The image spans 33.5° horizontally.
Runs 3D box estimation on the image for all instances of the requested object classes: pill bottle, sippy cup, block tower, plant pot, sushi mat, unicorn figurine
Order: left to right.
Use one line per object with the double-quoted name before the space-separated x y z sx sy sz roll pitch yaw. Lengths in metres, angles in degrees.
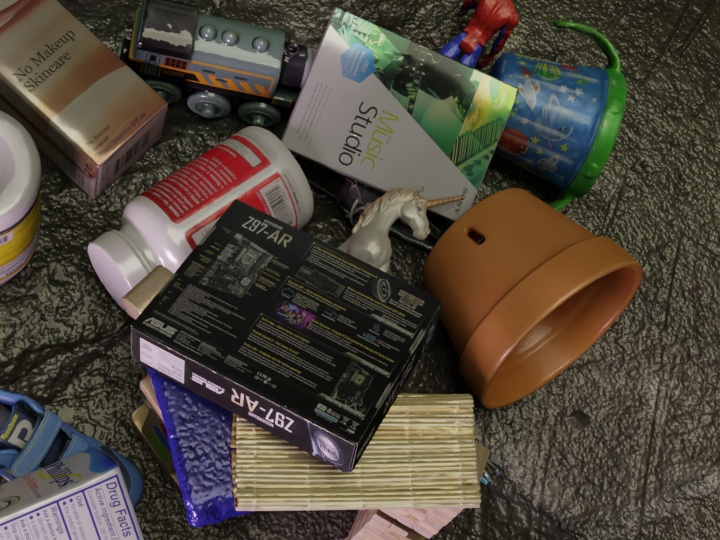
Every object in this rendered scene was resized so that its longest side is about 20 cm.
"pill bottle" -0.334 -0.053 1.035 0.111 0.200 0.114 5 70 -14
"pill bottle" -0.151 -0.042 1.131 0.199 0.112 0.113 -36 83 -24
"sushi mat" -0.003 0.140 0.938 0.198 0.012 0.097 2 66 -14
"unicorn figurine" 0.000 0.000 1.129 0.074 0.199 0.138 41 38 -44
"block tower" 0.044 0.207 1.058 0.054 0.200 0.058 30 50 -3
"plant pot" 0.154 0.015 1.166 0.199 0.201 0.140 -29 65 -23
"sippy cup" 0.190 -0.161 1.249 0.129 0.140 0.179 19 65 -6

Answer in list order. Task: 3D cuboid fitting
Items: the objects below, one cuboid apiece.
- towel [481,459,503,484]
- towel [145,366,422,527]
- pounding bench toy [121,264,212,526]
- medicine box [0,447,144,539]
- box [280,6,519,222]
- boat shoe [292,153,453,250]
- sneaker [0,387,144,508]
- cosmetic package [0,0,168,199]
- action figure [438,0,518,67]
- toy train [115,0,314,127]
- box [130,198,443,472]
"towel" 0.024 0.142 1.099 0.199 0.147 0.022 30 75 -3
"towel" -0.062 0.116 0.969 0.198 0.050 0.149 -11 68 -19
"pounding bench toy" -0.138 0.102 1.060 0.124 0.156 0.201 -35 84 -23
"medicine box" -0.265 0.270 0.964 0.199 0.103 0.184 -21 100 -22
"box" 0.038 -0.148 1.163 0.198 0.036 0.146 22 93 -8
"boat shoe" 0.014 -0.076 1.212 0.198 0.072 0.072 20 66 -9
"sneaker" -0.281 0.158 1.041 0.199 0.082 0.074 27 65 -7
"cosmetic package" -0.292 -0.180 1.153 0.200 0.087 0.104 41 67 1
"action figure" 0.107 -0.234 1.306 0.065 0.099 0.201 38 88 -3
"toy train" -0.142 -0.206 1.190 0.198 0.114 0.086 12 69 -12
"box" -0.056 0.046 0.947 0.199 0.044 0.161 25 51 11
